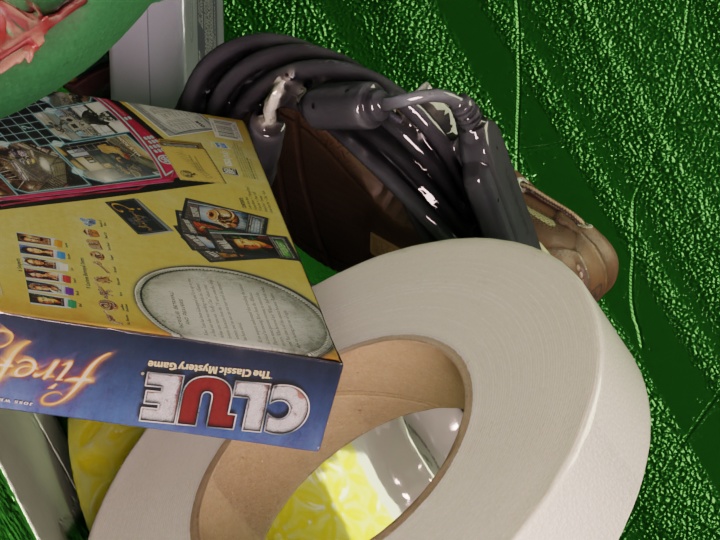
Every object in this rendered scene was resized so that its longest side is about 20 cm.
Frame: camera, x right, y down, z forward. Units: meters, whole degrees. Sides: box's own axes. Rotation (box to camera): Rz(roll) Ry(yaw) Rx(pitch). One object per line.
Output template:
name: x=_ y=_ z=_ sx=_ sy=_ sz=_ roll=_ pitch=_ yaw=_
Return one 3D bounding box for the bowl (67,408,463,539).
bowl: x=-0.009 y=0.094 z=1.069 sx=0.200 sy=0.107 sz=0.200 roll=50 pitch=19 yaw=-24

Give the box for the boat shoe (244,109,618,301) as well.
boat shoe: x=0.025 y=-0.031 z=1.194 sx=0.202 sy=0.075 sz=0.075 roll=38 pitch=-43 yaw=32

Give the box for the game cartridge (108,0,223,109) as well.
game cartridge: x=-0.083 y=-0.111 z=1.213 sx=0.133 sy=0.041 sz=0.201 roll=86 pitch=2 yaw=-79

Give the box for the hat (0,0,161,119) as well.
hat: x=-0.133 y=-0.054 z=0.951 sx=0.199 sy=0.165 sz=0.177 roll=14 pitch=64 yaw=-33

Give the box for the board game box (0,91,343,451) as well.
board game box: x=-0.091 y=-0.009 z=0.959 sx=0.200 sy=0.135 sz=0.035 roll=-113 pitch=-144 yaw=-62

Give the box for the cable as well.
cable: x=0.000 y=0.000 z=1.099 sx=0.051 sy=0.162 sz=0.201 roll=-55 pitch=137 yaw=-37

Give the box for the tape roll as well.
tape roll: x=-0.002 y=0.073 z=0.912 sx=0.037 sy=0.202 sz=0.203 roll=54 pitch=6 yaw=-31

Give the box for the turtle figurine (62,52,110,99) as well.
turtle figurine: x=-0.137 y=-0.095 z=1.317 sx=0.200 sy=0.101 sz=0.150 roll=46 pitch=1 yaw=-38
